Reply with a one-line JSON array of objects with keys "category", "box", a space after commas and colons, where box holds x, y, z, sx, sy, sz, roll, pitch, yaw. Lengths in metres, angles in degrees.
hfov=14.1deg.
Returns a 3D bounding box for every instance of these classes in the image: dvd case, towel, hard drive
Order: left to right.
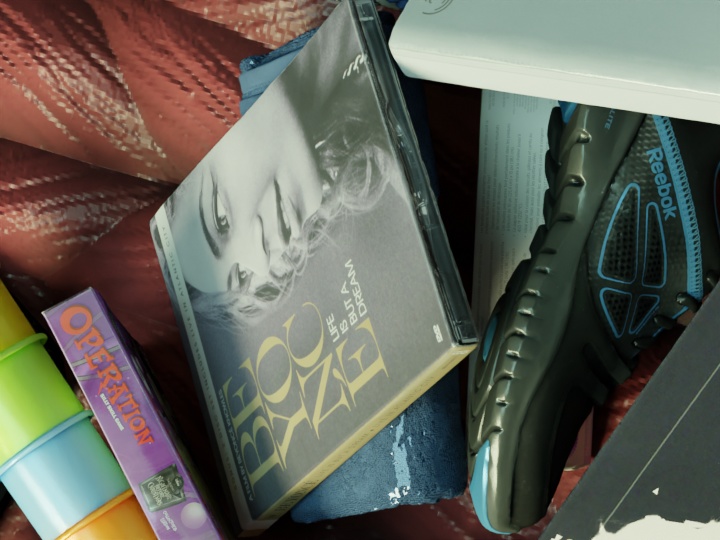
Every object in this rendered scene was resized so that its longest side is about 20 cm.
[{"category": "dvd case", "box": [-0.025, 0.003, 1.172, 0.200, 0.016, 0.149, -44, 57, 53]}, {"category": "towel", "box": [0.000, 0.000, 1.193, 0.112, 0.048, 0.201, -13, 82, 60]}, {"category": "hard drive", "box": [0.122, -0.116, 1.074, 0.200, 0.027, 0.132, 11, 61, 37]}]

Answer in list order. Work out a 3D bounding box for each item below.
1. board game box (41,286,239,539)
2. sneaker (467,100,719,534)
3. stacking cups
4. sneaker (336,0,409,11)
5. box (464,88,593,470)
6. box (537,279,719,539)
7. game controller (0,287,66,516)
[{"category": "board game box", "box": [-0.069, 0.110, 1.226, 0.032, 0.120, 0.200, -29, 76, 2]}, {"category": "sneaker", "box": [0.096, 0.010, 1.107, 0.082, 0.073, 0.201, 18, 93, -8]}, {"category": "stacking cups", "box": [-0.130, 0.093, 1.268, 0.060, 0.060, 0.200, -37, 82, 30]}, {"category": "sneaker", "box": [0.006, -0.200, 1.171, 0.085, 0.077, 0.201, -6, 74, 51]}, {"category": "box", "box": [0.071, -0.021, 1.165, 0.041, 0.039, 0.201, 5, 96, 35]}, {"category": "box", "box": [0.174, 0.115, 1.052, 0.182, 0.104, 0.200, 47, 125, 21]}, {"category": "game controller", "box": [-0.208, 0.092, 1.369, 0.104, 0.042, 0.200, 49, 118, 37]}]
